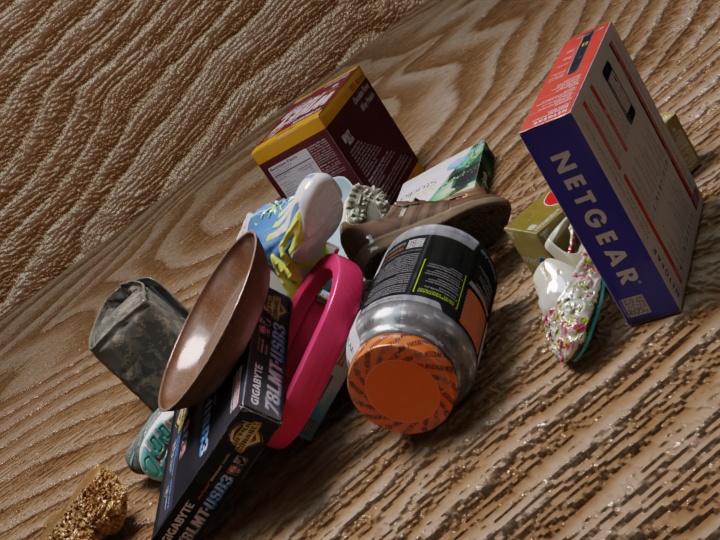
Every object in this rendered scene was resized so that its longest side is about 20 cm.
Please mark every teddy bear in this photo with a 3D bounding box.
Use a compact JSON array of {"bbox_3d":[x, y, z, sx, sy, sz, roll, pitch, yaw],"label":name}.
[{"bbox_3d":[-0.326,0.313,1.057,0.145,0.067,0.201,-28,24,49],"label":"teddy bear"}]

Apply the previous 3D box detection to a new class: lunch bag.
[{"bbox_3d":[-0.275,0.100,1.306,0.117,0.164,0.200,-42,19,-3],"label":"lunch bag"}]

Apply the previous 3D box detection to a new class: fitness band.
[{"bbox_3d":[-0.054,0.080,0.955,0.201,0.037,0.144,-66,17,-2],"label":"fitness band"}]

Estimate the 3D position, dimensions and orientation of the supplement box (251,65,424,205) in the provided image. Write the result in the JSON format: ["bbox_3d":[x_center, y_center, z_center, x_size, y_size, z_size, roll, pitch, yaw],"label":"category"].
[{"bbox_3d":[-0.028,-0.167,1.470,0.132,0.201,0.198,-23,22,31],"label":"supplement box"}]

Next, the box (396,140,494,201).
[{"bbox_3d":[0.110,-0.099,1.323,0.144,0.036,0.200,-28,21,24],"label":"box"}]

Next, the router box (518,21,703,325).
[{"bbox_3d":[0.224,-0.088,0.830,0.049,0.201,0.180,-20,24,36],"label":"router box"}]

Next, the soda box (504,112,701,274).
[{"bbox_3d":[0.248,-0.077,0.981,0.200,0.064,0.068,-39,18,-12],"label":"soda box"}]

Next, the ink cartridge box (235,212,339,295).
[{"bbox_3d":[-0.119,0.011,1.289,0.146,0.084,0.200,-68,22,0],"label":"ink cartridge box"}]

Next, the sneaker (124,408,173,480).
[{"bbox_3d":[-0.220,0.174,1.181,0.091,0.078,0.200,-21,21,47],"label":"sneaker"}]

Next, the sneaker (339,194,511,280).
[{"bbox_3d":[0.070,-0.055,1.043,0.199,0.071,0.076,-18,49,-26],"label":"sneaker"}]

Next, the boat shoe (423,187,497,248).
[{"bbox_3d":[0.077,-0.048,1.168,0.199,0.072,0.068,-16,57,35],"label":"boat shoe"}]

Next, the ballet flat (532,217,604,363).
[{"bbox_3d":[0.191,0.000,0.865,0.201,0.064,0.076,-59,-4,-42],"label":"ballet flat"}]

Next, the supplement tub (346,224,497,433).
[{"bbox_3d":[0.058,0.053,0.905,0.122,0.123,0.200,-25,20,28],"label":"supplement tub"}]

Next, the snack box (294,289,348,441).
[{"bbox_3d":[-0.057,0.095,1.070,0.117,0.037,0.200,-60,17,7],"label":"snack box"}]

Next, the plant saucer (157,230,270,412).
[{"bbox_3d":[-0.141,0.056,0.968,0.201,0.036,0.201,-51,21,29],"label":"plant saucer"}]

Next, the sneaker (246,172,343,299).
[{"bbox_3d":[-0.081,-0.046,1.023,0.076,0.105,0.201,-43,-20,-33],"label":"sneaker"}]

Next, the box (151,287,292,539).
[{"bbox_3d":[-0.138,0.144,0.970,0.199,0.049,0.201,-55,20,29],"label":"box"}]

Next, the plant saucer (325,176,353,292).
[{"bbox_3d":[-0.048,-0.030,1.339,0.201,0.038,0.202,-40,38,42],"label":"plant saucer"}]

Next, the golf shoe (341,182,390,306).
[{"bbox_3d":[0.000,0.000,1.093,0.097,0.078,0.202,-39,48,49],"label":"golf shoe"}]
